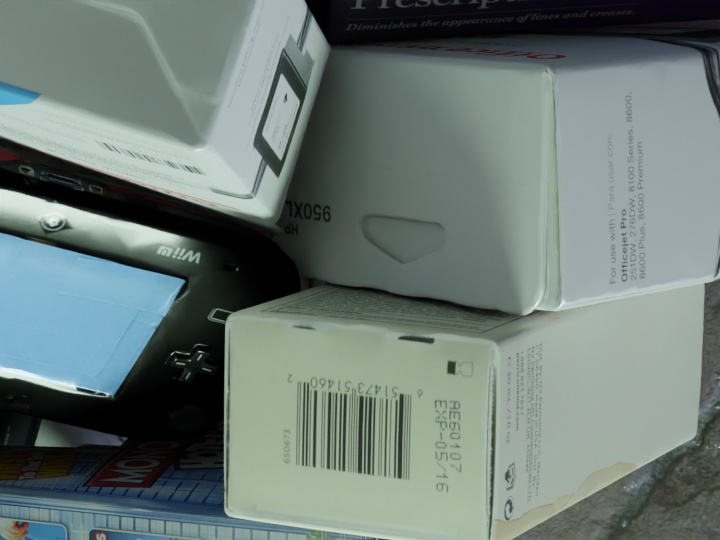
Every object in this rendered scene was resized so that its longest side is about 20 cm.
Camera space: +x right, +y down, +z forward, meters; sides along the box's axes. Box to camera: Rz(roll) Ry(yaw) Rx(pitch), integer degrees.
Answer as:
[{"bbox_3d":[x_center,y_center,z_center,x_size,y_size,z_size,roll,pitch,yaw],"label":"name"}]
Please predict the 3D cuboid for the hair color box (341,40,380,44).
[{"bbox_3d":[0.009,-0.115,1.334,0.100,0.061,0.200,-35,167,-51],"label":"hair color box"}]

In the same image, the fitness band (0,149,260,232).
[{"bbox_3d":[-0.085,-0.030,1.141,0.143,0.038,0.200,-10,172,-31],"label":"fitness band"}]

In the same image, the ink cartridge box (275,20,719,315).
[{"bbox_3d":[0.087,-0.043,1.053,0.199,0.085,0.144,-9,-169,-41],"label":"ink cartridge box"}]

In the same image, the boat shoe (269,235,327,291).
[{"bbox_3d":[0.000,0.000,1.174,0.200,0.071,0.070,-50,-176,20],"label":"boat shoe"}]

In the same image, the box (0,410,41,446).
[{"bbox_3d":[-0.196,0.110,1.113,0.159,0.046,0.201,10,97,-62],"label":"box"}]

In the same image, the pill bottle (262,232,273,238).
[{"bbox_3d":[-0.007,-0.020,1.270,0.199,0.111,0.111,-1,-178,15],"label":"pill bottle"}]

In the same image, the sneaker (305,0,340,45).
[{"bbox_3d":[-0.013,-0.125,1.148,0.079,0.075,0.200,-37,169,-50],"label":"sneaker"}]

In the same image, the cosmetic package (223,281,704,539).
[{"bbox_3d":[0.041,0.038,1.044,0.200,0.103,0.074,-15,108,-62],"label":"cosmetic package"}]

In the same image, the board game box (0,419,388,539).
[{"bbox_3d":[-0.075,0.095,1.110,0.200,0.199,0.062,-49,140,-76],"label":"board game box"}]

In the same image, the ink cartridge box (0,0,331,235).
[{"bbox_3d":[-0.078,-0.068,0.948,0.200,0.115,0.068,54,54,-81],"label":"ink cartridge box"}]

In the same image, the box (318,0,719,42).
[{"bbox_3d":[0.085,-0.152,1.003,0.199,0.079,0.141,-4,147,-8],"label":"box"}]

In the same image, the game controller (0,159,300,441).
[{"bbox_3d":[-0.122,0.006,1.010,0.199,0.042,0.104,14,140,-25],"label":"game controller"}]

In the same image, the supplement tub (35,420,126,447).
[{"bbox_3d":[-0.177,0.113,1.270,0.200,0.145,0.145,-43,171,-7],"label":"supplement tub"}]
